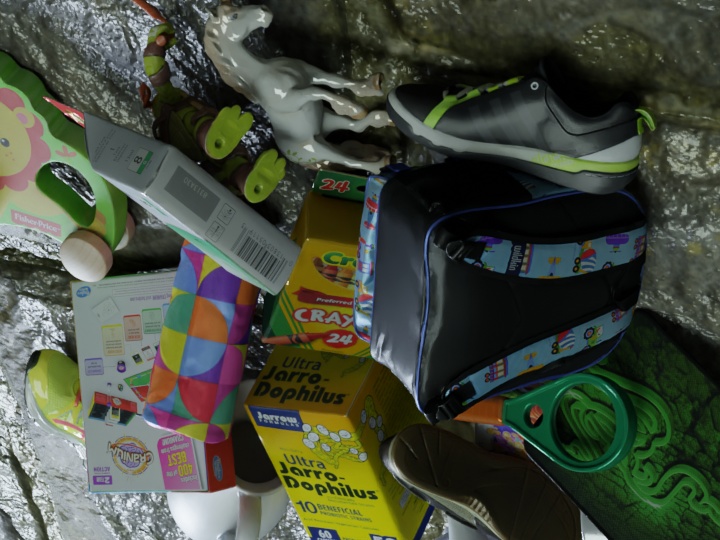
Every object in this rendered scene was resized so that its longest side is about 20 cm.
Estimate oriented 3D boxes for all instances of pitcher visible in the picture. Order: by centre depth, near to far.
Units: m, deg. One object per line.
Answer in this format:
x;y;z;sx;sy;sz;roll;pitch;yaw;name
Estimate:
-0.121;0.217;1.754;0.120;0.173;0.200;15;152;-12;pitcher

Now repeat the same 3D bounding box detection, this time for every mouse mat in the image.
0.240;0.152;1.468;0.200;0.008;0.161;47;112;23;mouse mat

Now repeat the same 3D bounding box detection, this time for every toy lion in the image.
-0.299;-0.102;1.607;0.199;0.069;0.192;18;134;13;toy lion

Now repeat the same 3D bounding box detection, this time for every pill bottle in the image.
0.287;0.201;1.514;0.199;0.112;0.112;-6;132;20;pill bottle

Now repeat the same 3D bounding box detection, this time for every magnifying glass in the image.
0.139;0.119;1.514;0.199;0.080;0.022;4;180;38;magnifying glass

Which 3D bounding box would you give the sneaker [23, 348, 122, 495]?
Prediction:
-0.260;0.145;1.856;0.090;0.078;0.200;-13;132;31;sneaker

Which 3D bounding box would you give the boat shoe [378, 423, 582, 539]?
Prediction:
0.106;0.189;1.610;0.199;0.074;0.065;33;168;-18;boat shoe

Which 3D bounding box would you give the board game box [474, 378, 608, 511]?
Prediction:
0.169;0.142;1.602;0.134;0.045;0.201;15;140;17;board game box

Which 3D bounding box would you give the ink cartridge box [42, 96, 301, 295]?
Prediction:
-0.160;-0.061;1.449;0.199;0.050;0.161;21;167;48;ink cartridge box

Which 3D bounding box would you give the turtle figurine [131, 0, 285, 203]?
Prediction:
-0.131;-0.119;1.421;0.161;0.064;0.201;35;153;53;turtle figurine

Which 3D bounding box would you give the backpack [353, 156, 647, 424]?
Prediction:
0.110;-0.001;1.382;0.135;0.199;0.184;44;139;51;backpack

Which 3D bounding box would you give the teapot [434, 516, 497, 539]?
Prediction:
0.110;0.313;1.760;0.197;0.147;0.200;15;134;-40;teapot

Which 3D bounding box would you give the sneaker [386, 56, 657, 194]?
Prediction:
0.118;-0.121;1.335;0.199;0.072;0.083;16;117;14;sneaker

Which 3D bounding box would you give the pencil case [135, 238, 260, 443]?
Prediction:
-0.130;0.049;1.574;0.088;0.088;0.201;16;97;15;pencil case

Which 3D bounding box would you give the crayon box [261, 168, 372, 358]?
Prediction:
0.000;0.000;1.500;0.126;0.051;0.200;9;146;-11;crayon box

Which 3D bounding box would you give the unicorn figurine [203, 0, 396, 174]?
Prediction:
-0.045;-0.134;1.395;0.137;0.074;0.201;11;139;21;unicorn figurine

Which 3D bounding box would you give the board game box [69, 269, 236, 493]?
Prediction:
-0.191;0.102;1.682;0.152;0.040;0.202;-5;90;36;board game box

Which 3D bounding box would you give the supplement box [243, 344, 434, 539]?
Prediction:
-0.008;0.154;1.672;0.108;0.110;0.201;3;135;29;supplement box
